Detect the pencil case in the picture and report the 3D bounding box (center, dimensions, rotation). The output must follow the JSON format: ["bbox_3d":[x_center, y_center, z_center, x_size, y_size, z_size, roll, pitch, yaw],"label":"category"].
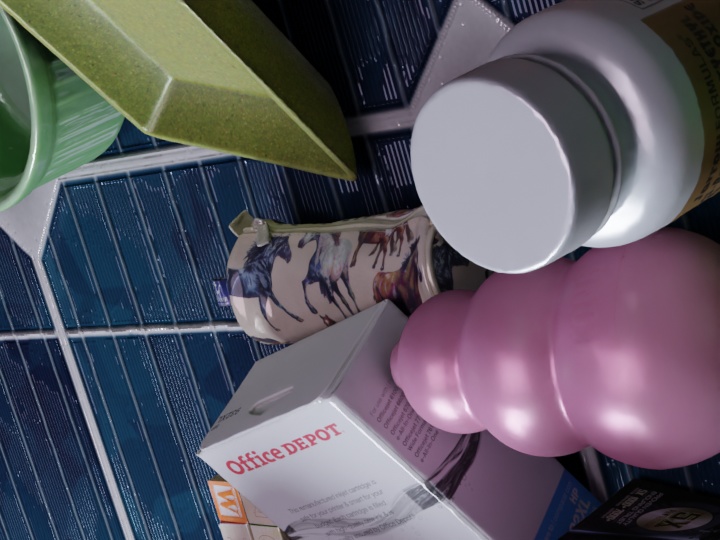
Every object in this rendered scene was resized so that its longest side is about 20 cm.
[{"bbox_3d":[0.000,0.000,1.032,0.200,0.078,0.089,-6,128,46],"label":"pencil case"}]

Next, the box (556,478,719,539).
[{"bbox_3d":[0.138,0.234,0.925,0.086,0.200,0.164,10,116,41],"label":"box"}]

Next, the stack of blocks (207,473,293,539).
[{"bbox_3d":[-0.015,0.207,1.125,0.059,0.115,0.200,-3,108,45],"label":"stack of blocks"}]

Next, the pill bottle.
[{"bbox_3d":[0.120,-0.074,0.787,0.114,0.200,0.114,22,124,35],"label":"pill bottle"}]

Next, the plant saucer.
[{"bbox_3d":[-0.112,-0.139,1.037,0.200,0.048,0.200,15,162,39],"label":"plant saucer"}]

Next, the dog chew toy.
[{"bbox_3d":[0.109,0.043,0.893,0.200,0.125,0.125,-5,107,28],"label":"dog chew toy"}]

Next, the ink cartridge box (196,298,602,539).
[{"bbox_3d":[0.026,0.128,1.017,0.200,0.084,0.145,44,141,-16],"label":"ink cartridge box"}]

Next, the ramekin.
[{"bbox_3d":[-0.254,-0.149,1.193,0.200,0.098,0.200,22,124,36],"label":"ramekin"}]
